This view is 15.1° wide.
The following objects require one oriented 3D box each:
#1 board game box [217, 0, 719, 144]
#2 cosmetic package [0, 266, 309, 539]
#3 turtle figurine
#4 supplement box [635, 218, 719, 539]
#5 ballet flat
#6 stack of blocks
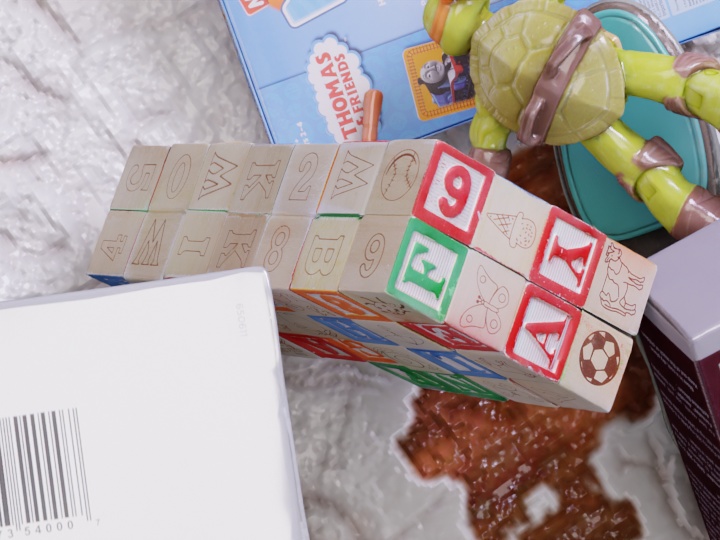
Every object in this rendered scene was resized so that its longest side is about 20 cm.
[{"bbox_3d":[0.037,-0.138,1.112,0.200,0.037,0.152,-20,100,-3],"label":"board game box"},{"bbox_3d":[-0.127,0.085,1.005,0.199,0.200,0.123,-8,79,-6],"label":"cosmetic package"},{"bbox_3d":[0.089,-0.082,1.045,0.161,0.064,0.200,27,103,9],"label":"turtle figurine"},{"bbox_3d":[0.183,0.064,1.050,0.109,0.061,0.200,-28,124,-9],"label":"supplement box"},{"bbox_3d":[0.128,-0.014,1.111,0.067,0.064,0.200,-18,91,18],"label":"ballet flat"},{"bbox_3d":[0.000,0.000,1.032,0.115,0.200,0.059,28,76,-35],"label":"stack of blocks"}]
